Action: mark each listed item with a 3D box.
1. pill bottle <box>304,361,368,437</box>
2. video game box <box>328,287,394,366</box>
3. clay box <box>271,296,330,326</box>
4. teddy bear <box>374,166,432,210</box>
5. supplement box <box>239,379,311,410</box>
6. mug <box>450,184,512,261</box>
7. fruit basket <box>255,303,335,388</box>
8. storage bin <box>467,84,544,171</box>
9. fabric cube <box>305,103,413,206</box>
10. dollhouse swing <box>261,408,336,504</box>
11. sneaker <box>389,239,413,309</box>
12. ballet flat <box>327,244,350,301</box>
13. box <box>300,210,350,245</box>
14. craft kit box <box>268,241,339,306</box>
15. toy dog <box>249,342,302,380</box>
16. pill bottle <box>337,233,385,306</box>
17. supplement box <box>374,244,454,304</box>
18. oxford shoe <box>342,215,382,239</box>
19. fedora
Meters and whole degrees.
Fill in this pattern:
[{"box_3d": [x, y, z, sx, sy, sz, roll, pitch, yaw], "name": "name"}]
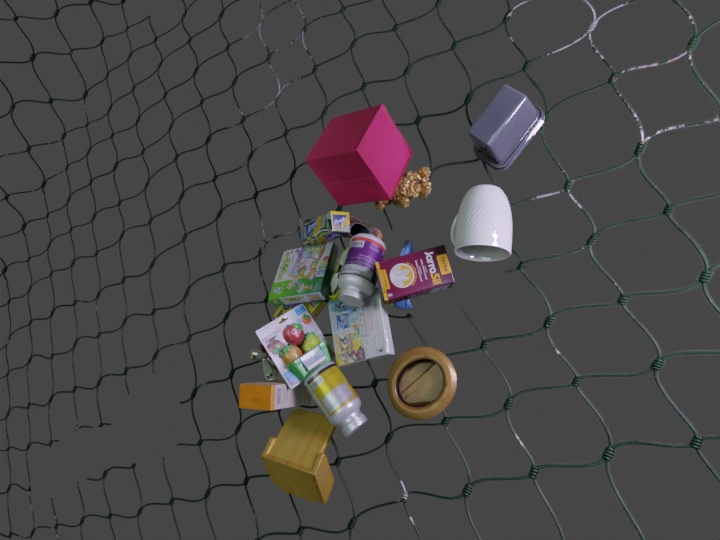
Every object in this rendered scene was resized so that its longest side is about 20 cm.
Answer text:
[{"box_3d": [-0.068, 0.374, 1.528, 0.112, 0.112, 0.200, -43, 72, 16], "name": "pill bottle"}, {"box_3d": [0.000, 0.172, 1.577, 0.181, 0.047, 0.202, -17, 71, 24], "name": "video game box"}, {"box_3d": [-0.190, 0.119, 1.698, 0.115, 0.048, 0.200, 45, 103, 30], "name": "clay box"}, {"box_3d": [0.122, -0.249, 1.582, 0.199, 0.067, 0.146, 5, 80, 30], "name": "teddy bear"}, {"box_3d": [-0.253, 0.373, 1.592, 0.125, 0.200, 0.074, -4, 81, 28], "name": "supplement box"}, {"box_3d": [0.313, -0.124, 1.412, 0.200, 0.147, 0.177, -18, 62, 58], "name": "mug"}, {"box_3d": [-0.186, 0.221, 1.579, 0.201, 0.185, 0.094, 60, 146, 0], "name": "fruit basket"}, {"box_3d": [0.378, -0.399, 1.425, 0.146, 0.134, 0.200, 44, 101, 29], "name": "storage bin"}, {"box_3d": [0.001, -0.331, 1.544, 0.198, 0.200, 0.197, -2, 50, 40], "name": "fabric cube"}, {"box_3d": [-0.161, 0.556, 1.597, 0.199, 0.176, 0.183, 5, 123, 30], "name": "dollhouse swing"}, {"box_3d": [0.138, 0.014, 1.527, 0.078, 0.066, 0.202, 10, 79, 7], "name": "sneaker"}, {"box_3d": [-0.050, 0.001, 1.629, 0.067, 0.067, 0.201, 23, 92, 32], "name": "ballet flat"}, {"box_3d": [-0.112, -0.128, 1.643, 0.199, 0.070, 0.065, -17, 76, 55], "name": "box"}, {"box_3d": [-0.179, 0.011, 1.670, 0.196, 0.049, 0.201, -12, 48, 29], "name": "craft kit box"}, {"box_3d": [-0.269, 0.282, 1.659, 0.199, 0.096, 0.133, -23, 92, 25], "name": "toy dog"}, {"box_3d": [0.000, 0.000, 1.544, 0.112, 0.113, 0.201, 1, 61, 30], "name": "pill bottle"}, {"box_3d": [0.147, 0.013, 1.450, 0.198, 0.086, 0.111, -15, 78, -1], "name": "supplement box"}, {"box_3d": [-0.028, -0.136, 1.642, 0.199, 0.073, 0.072, 19, 90, 32], "name": "oxford shoe"}, {"box_3d": [0.172, 0.306, 1.427, 0.199, 0.082, 0.202, -7, 73, 24], "name": "fedora"}]
